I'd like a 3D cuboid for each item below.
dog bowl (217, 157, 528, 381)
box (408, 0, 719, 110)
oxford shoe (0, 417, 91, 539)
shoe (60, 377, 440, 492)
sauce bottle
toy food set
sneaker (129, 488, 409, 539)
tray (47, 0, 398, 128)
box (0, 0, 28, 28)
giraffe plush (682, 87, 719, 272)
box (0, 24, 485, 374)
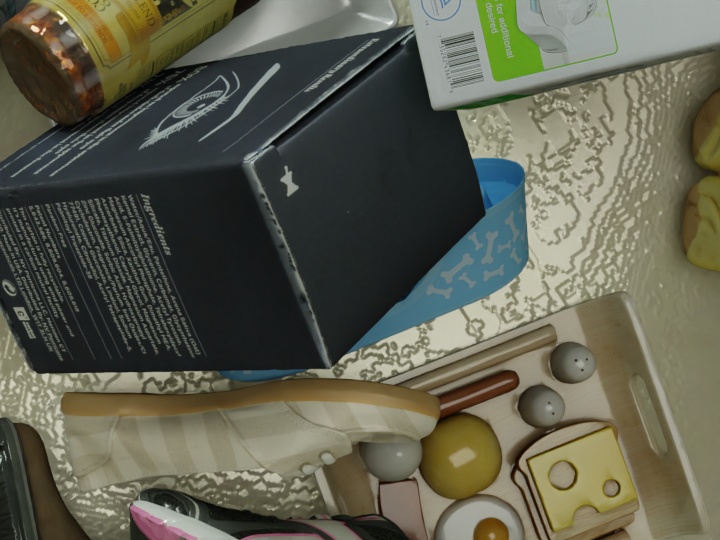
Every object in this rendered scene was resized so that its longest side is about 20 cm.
[{"bbox_3d":[0.000,0.000,0.887,0.200,0.111,0.050,-22,109,-8],"label":"dog bowl"},{"bbox_3d":[0.101,-0.186,0.737,0.176,0.097,0.201,-13,92,15],"label":"box"},{"bbox_3d":[-0.149,0.169,0.886,0.084,0.073,0.201,-18,88,-33],"label":"oxford shoe"},{"bbox_3d":[-0.057,0.086,0.860,0.199,0.070,0.054,-2,81,11],"label":"shoe"},{"bbox_3d":[-0.090,-0.150,0.854,0.200,0.066,0.066,-42,95,-29],"label":"sauce bottle"},{"bbox_3d":[0.080,0.113,0.916,0.200,0.060,0.144,-20,91,-8],"label":"toy food set"},{"bbox_3d":[-0.022,0.158,0.854,0.200,0.080,0.086,25,41,6],"label":"sneaker"},{"bbox_3d":[-0.089,-0.147,0.919,0.200,0.022,0.108,-23,92,-9],"label":"tray"},{"bbox_3d":[-0.286,-0.139,0.833,0.200,0.097,0.177,28,89,-2],"label":"box"},{"bbox_3d":[0.298,-0.046,0.914,0.162,0.200,0.173,5,120,-31],"label":"giraffe plush"},{"bbox_3d":[-0.067,-0.031,0.800,0.148,0.200,0.105,-42,120,-43],"label":"box"}]
